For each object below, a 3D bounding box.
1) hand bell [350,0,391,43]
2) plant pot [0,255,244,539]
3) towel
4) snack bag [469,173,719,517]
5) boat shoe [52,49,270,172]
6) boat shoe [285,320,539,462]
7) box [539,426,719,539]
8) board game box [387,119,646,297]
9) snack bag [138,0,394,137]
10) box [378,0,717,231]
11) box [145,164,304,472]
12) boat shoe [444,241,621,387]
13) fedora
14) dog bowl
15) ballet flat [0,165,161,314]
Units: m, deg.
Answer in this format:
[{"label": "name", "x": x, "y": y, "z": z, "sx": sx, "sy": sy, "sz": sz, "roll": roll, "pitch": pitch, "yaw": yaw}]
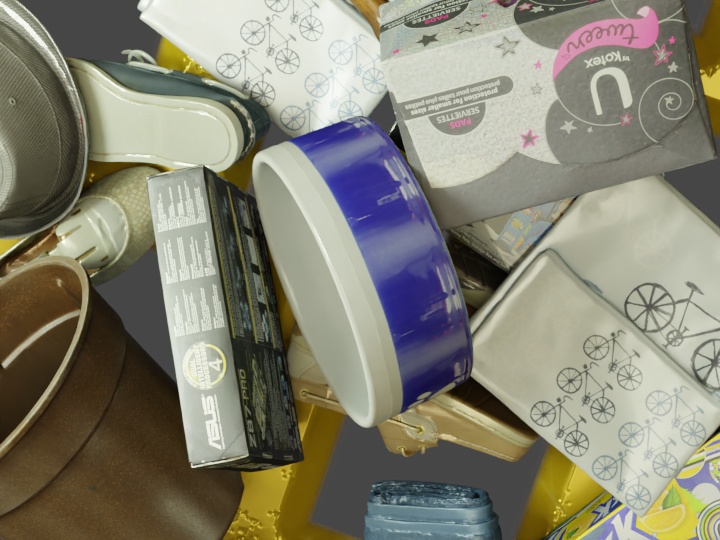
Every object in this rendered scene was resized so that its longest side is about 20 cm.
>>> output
[{"label": "hand bell", "x": -0.006, "y": -0.198, "z": 1.339, "sx": 0.104, "sy": 0.104, "sz": 0.200, "roll": -41, "pitch": 99, "yaw": 11}, {"label": "plant pot", "x": -0.198, "y": 0.128, "z": 1.384, "sx": 0.200, "sy": 0.201, "sz": 0.198, "roll": -41, "pitch": 121, "yaw": 11}, {"label": "towel", "x": 0.060, "y": 0.261, "z": 1.456, "sx": 0.111, "sy": 0.048, "sz": 0.202, "roll": 1, "pitch": 98, "yaw": 31}, {"label": "snack bag", "x": 0.192, "y": 0.042, "z": 1.358, "sx": 0.188, "sy": 0.021, "sz": 0.200, "roll": 40, "pitch": 93, "yaw": -8}, {"label": "boat shoe", "x": -0.160, "y": -0.120, "z": 1.413, "sx": 0.198, "sy": 0.062, "sz": 0.076, "roll": 9, "pitch": 114, "yaw": 26}, {"label": "boat shoe", "x": 0.034, "y": 0.101, "z": 1.435, "sx": 0.198, "sy": 0.074, "sz": 0.070, "roll": 24, "pitch": 105, "yaw": 11}, {"label": "box", "x": 0.205, "y": 0.195, "z": 1.433, "sx": 0.199, "sy": 0.064, "sz": 0.070, "roll": -38, "pitch": 94, "yaw": 12}, {"label": "board game box", "x": 0.139, "y": -0.099, "z": 1.388, "sx": 0.199, "sy": 0.062, "sz": 0.201, "roll": 34, "pitch": 100, "yaw": 1}, {"label": "snack bag", "x": -0.033, "y": -0.209, "z": 1.399, "sx": 0.188, "sy": 0.021, "sz": 0.201, "roll": 38, "pitch": 102, "yaw": -1}, {"label": "box", "x": 0.121, "y": -0.126, "z": 1.277, "sx": 0.198, "sy": 0.115, "sz": 0.133, "roll": -15, "pitch": 117, "yaw": 7}, {"label": "box", "x": -0.093, "y": 0.039, "z": 1.362, "sx": 0.049, "sy": 0.161, "sz": 0.202, "roll": -11, "pitch": 82, "yaw": 8}, {"label": "boat shoe", "x": 0.121, "y": 0.058, "z": 1.418, "sx": 0.199, "sy": 0.076, "sz": 0.072, "roll": 34, "pitch": 110, "yaw": 5}, {"label": "fedora", "x": -0.291, "y": -0.108, "z": 1.394, "sx": 0.176, "sy": 0.090, "sz": 0.201, "roll": -37, "pitch": 88, "yaw": 29}, {"label": "dog bowl", "x": 0.000, "y": 0.000, "z": 1.322, "sx": 0.078, "sy": 0.200, "sz": 0.202, "roll": -22, "pitch": 98, "yaw": -12}, {"label": "ballet flat", "x": -0.224, "y": -0.006, "z": 1.444, "sx": 0.199, "sy": 0.062, "sz": 0.068, "roll": -35, "pitch": 95, "yaw": 11}]
